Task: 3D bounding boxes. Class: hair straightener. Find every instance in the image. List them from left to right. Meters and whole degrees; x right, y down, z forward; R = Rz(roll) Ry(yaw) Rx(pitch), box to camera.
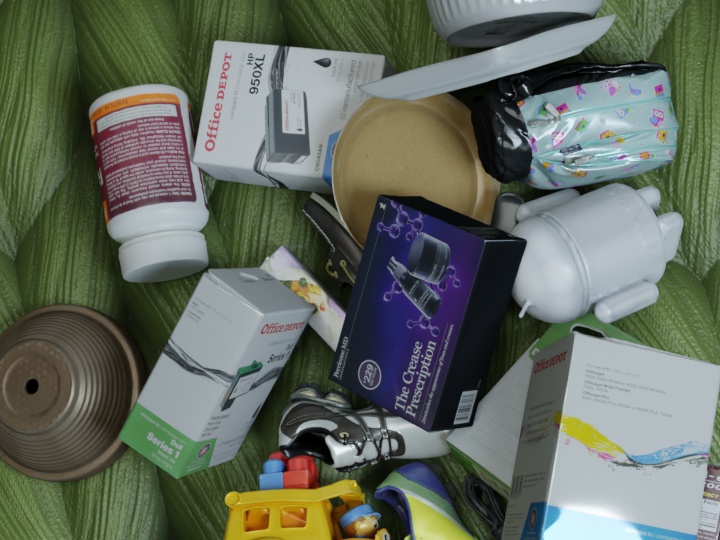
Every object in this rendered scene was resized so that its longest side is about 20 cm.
[{"bbox_3d":[0.132,0.013,1.526,0.041,0.077,0.200,19,86,15],"label":"hair straightener"}]

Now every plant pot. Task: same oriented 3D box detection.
[{"bbox_3d":[-0.345,0.133,1.615,0.200,0.093,0.201,-2,81,13],"label":"plant pot"},{"bbox_3d":[0.055,-0.096,1.540,0.200,0.027,0.201,2,85,-25],"label":"plant pot"}]

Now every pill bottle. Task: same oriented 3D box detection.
[{"bbox_3d":[-0.231,-0.094,1.615,0.114,0.114,0.200,-13,77,11],"label":"pill bottle"}]

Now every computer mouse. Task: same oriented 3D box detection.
[{"bbox_3d":[0.205,0.210,1.497,0.200,0.046,0.140,-42,64,5],"label":"computer mouse"}]

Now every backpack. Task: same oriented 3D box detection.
[{"bbox_3d":[0.224,-0.150,1.496,0.199,0.167,0.127,-10,97,-4],"label":"backpack"}]

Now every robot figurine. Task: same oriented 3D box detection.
[{"bbox_3d":[0.227,-0.017,1.470,0.200,0.113,0.170,-22,50,-18],"label":"robot figurine"}]

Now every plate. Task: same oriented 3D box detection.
[{"bbox_3d":[0.131,-0.210,1.477,0.199,0.200,0.032,-9,100,47],"label":"plate"}]

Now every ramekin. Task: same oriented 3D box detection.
[{"bbox_3d":[0.160,-0.301,1.516,0.200,0.200,0.105,-8,88,12],"label":"ramekin"}]

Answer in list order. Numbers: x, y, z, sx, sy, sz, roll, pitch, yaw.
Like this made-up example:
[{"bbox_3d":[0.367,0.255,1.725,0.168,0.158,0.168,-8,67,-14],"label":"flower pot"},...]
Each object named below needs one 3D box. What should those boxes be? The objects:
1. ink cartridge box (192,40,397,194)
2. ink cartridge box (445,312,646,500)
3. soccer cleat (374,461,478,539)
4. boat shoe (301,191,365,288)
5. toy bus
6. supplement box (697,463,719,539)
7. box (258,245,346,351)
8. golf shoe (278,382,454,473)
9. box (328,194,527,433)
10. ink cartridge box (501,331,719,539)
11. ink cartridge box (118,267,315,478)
[{"bbox_3d":[-0.070,-0.167,1.602,0.200,0.084,0.145,7,82,15],"label":"ink cartridge box"},{"bbox_3d":[0.194,0.139,1.472,0.200,0.059,0.104,-46,49,-12],"label":"ink cartridge box"},{"bbox_3d":[0.086,0.288,1.484,0.084,0.065,0.200,-23,66,-28],"label":"soccer cleat"},{"bbox_3d":[0.000,0.000,1.562,0.061,0.072,0.201,-45,75,5],"label":"boat shoe"},{"bbox_3d":[-0.045,0.274,1.510,0.199,0.136,0.192,-4,64,11],"label":"toy bus"},{"bbox_3d":[0.315,0.288,1.419,0.061,0.109,0.200,11,83,16],"label":"supplement box"},{"bbox_3d":[-0.030,0.056,1.578,0.039,0.041,0.200,-45,75,4],"label":"box"},{"bbox_3d":[0.010,0.178,1.511,0.200,0.095,0.078,3,126,18],"label":"golf shoe"},{"bbox_3d":[0.064,0.041,1.449,0.141,0.079,0.200,25,106,38],"label":"box"},{"bbox_3d":[0.229,0.174,1.340,0.144,0.147,0.200,12,79,-5],"label":"ink cartridge box"},{"bbox_3d":[-0.147,0.103,1.523,0.084,0.146,0.200,33,103,16],"label":"ink cartridge box"}]
